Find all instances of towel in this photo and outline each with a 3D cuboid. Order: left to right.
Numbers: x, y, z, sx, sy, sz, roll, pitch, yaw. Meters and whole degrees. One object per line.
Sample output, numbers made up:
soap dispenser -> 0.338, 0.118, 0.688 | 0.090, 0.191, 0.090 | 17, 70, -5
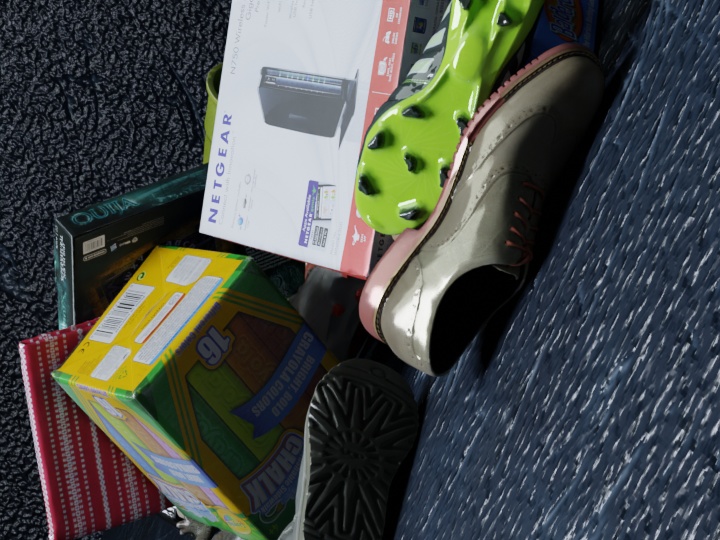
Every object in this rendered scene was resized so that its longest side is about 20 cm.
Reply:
towel -> -0.140, 0.094, 1.305 | 0.022, 0.199, 0.146 | 4, 106, 54

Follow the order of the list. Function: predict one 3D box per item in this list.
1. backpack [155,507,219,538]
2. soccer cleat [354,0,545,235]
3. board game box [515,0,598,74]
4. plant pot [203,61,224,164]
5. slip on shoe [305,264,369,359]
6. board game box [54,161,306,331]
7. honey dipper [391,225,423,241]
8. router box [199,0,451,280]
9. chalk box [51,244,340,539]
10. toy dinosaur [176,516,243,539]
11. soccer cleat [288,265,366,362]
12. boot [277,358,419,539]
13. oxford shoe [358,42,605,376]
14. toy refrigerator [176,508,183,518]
backpack -> -0.154, 0.118, 1.684 | 0.201, 0.182, 0.147 | -56, -15, -13
soccer cleat -> 0.060, -0.109, 1.070 | 0.201, 0.067, 0.081 | -62, -13, 24
board game box -> 0.085, -0.088, 1.191 | 0.153, 0.045, 0.201 | -76, 13, -55
plant pot -> -0.050, -0.047, 1.544 | 0.201, 0.198, 0.195 | -81, 6, -66
slip on shoe -> 0.000, 0.000, 1.422 | 0.201, 0.074, 0.061 | -62, 21, 13
board game box -> -0.123, -0.009, 1.326 | 0.199, 0.028, 0.136 | -22, -44, -30
honey dipper -> 0.064, -0.107, 1.119 | 0.038, 0.038, 0.202 | -176, 108, -82
router box -> -0.020, -0.105, 1.187 | 0.179, 0.049, 0.202 | 14, 97, 49
chalk box -> -0.083, 0.097, 1.257 | 0.125, 0.200, 0.123 | -52, 30, -20
toy dinosaur -> -0.090, 0.209, 1.405 | 0.200, 0.077, 0.103 | -41, 29, 19
soccer cleat -> -0.025, 0.025, 1.376 | 0.077, 0.069, 0.202 | 35, 111, 43
boot -> -0.037, 0.174, 1.146 | 0.183, 0.072, 0.201 | -69, 2, -45
oxford shoe -> 0.082, -0.029, 1.029 | 0.201, 0.070, 0.075 | -58, 41, 10
toy refrigerator -> -0.110, 0.120, 1.466 | 0.201, 0.075, 0.070 | 85, -160, -50
